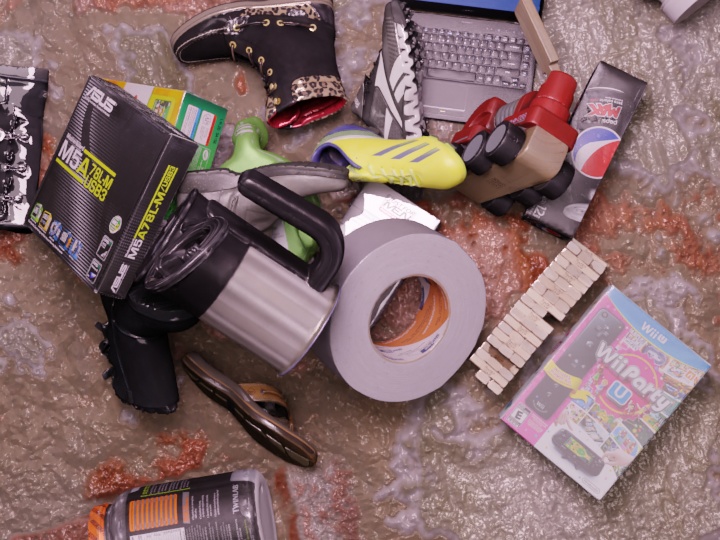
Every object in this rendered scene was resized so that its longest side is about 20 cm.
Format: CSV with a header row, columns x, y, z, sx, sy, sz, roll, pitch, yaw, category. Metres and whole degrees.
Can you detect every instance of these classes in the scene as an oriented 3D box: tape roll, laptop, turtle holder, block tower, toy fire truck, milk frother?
x,y,z,sx,sy,sz,roll,pitch,yaw,category
0.041,0.045,1.609,0.200,0.066,0.200,-10,112,-25,tape roll
0.120,-0.278,1.659,0.177,0.103,0.200,8,87,6,laptop
-0.121,-0.073,1.652,0.141,0.132,0.186,-41,83,2,turtle holder
0.203,0.052,1.654,0.054,0.058,0.200,40,89,5,block tower
0.176,-0.186,1.613,0.129,0.176,0.200,32,71,-18,toy fire truck
-0.121,0.019,1.439,0.188,0.200,0.181,33,128,-11,milk frother

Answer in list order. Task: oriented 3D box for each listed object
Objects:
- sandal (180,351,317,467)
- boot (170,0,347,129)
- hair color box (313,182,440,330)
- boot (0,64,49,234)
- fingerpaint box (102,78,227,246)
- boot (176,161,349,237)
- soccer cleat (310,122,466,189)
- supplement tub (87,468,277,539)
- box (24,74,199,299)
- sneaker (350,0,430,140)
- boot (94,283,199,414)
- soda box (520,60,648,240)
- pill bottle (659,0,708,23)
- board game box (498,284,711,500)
x,y,z,sx,sy,sz,roll,pitch,yaw,category
-0.124,0.155,1.676,0.200,0.082,0.055,38,68,13,sandal
-0.115,-0.240,1.677,0.200,0.073,0.151,-13,68,-3,boot
0.000,0.000,1.673,0.099,0.061,0.200,34,90,6,hair color box
-0.463,-0.150,1.726,0.165,0.066,0.200,6,91,7,boot
-0.256,-0.111,1.657,0.167,0.073,0.200,13,86,43,fingerpaint box
-0.106,-0.050,1.561,0.200,0.068,0.131,-5,98,5,boot
0.030,-0.117,1.600,0.200,0.065,0.084,17,44,40,soccer cleat
-0.203,0.302,1.640,0.200,0.123,0.123,-10,85,5,supplement tub
-0.281,-0.096,1.588,0.200,0.048,0.193,37,106,45,box
0.030,-0.212,1.658,0.090,0.066,0.200,-3,111,11,sneaker
-0.234,0.086,1.616,0.073,0.198,0.163,-20,114,-34,boot
0.258,-0.137,1.653,0.063,0.071,0.200,26,89,3,soda box
0.332,-0.387,1.643,0.112,0.112,0.200,-38,84,2,pill bottle
0.278,0.138,1.639,0.148,0.064,0.200,39,89,6,board game box
